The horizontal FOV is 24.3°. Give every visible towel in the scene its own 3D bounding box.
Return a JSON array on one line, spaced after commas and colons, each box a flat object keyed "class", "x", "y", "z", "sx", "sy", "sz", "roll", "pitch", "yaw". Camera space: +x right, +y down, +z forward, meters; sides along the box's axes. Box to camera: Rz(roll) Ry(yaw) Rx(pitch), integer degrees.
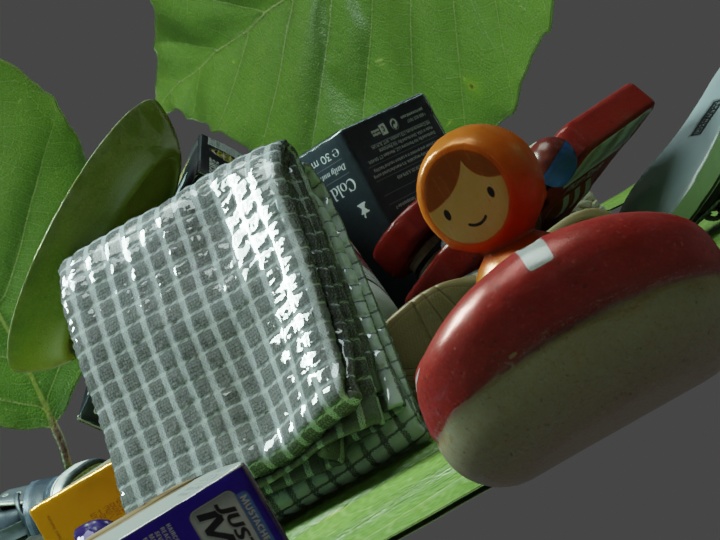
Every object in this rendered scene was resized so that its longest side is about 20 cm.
[{"class": "towel", "x": -0.075, "y": 0.043, "z": 0.949, "sx": 0.165, "sy": 0.200, "sz": 0.086, "roll": -28, "pitch": -31, "yaw": 12}]

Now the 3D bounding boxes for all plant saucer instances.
[{"class": "plant saucer", "x": -0.167, "y": -0.016, "z": 1.099, "sx": 0.200, "sy": 0.031, "sz": 0.200, "roll": -63, "pitch": -5, "yaw": -10}]

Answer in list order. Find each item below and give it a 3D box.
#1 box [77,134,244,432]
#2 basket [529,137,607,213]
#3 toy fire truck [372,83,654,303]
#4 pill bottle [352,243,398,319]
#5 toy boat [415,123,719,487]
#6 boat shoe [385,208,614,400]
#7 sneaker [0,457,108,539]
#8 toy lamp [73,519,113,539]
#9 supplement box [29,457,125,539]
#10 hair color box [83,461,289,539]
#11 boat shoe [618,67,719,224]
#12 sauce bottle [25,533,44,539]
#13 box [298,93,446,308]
[{"class": "box", "x": -0.141, "y": 0.009, "z": 1.227, "sx": 0.200, "sy": 0.046, "sz": 0.159, "roll": -63, "pitch": 10, "yaw": 11}, {"class": "basket", "x": 0.149, "y": -0.045, "z": 1.779, "sx": 0.135, "sy": 0.124, "sz": 0.200, "roll": -31, "pitch": 0, "yaw": 42}, {"class": "toy fire truck", "x": 0.113, "y": -0.043, "z": 1.153, "sx": 0.200, "sy": 0.112, "sz": 0.168, "roll": -31, "pitch": -20, "yaw": -49}, {"class": "pill bottle", "x": -0.032, "y": 0.041, "z": 1.139, "sx": 0.113, "sy": 0.113, "sz": 0.200, "roll": -30, "pitch": 24, "yaw": -2}, {"class": "toy boat", "x": 0.067, "y": 0.002, "z": 0.667, "sx": 0.130, "sy": 0.131, "sz": 0.200, "roll": -30, "pitch": 0, "yaw": 1}, {"class": "boat shoe", "x": 0.084, "y": 0.030, "z": 1.047, "sx": 0.200, "sy": 0.072, "sz": 0.065, "roll": -33, "pitch": -11, "yaw": -20}, {"class": "sneaker", "x": -0.249, "y": 0.204, "z": 1.372, "sx": 0.146, "sy": 0.077, "sz": 0.202, "roll": -18, "pitch": -7, "yaw": 13}, {"class": "toy lamp", "x": -0.083, "y": 0.109, "z": 1.010, "sx": 0.200, "sy": 0.058, "sz": 0.058, "roll": -45, "pitch": -1, "yaw": 4}, {"class": "supplement box", "x": -0.122, "y": 0.142, "z": 1.153, "sx": 0.126, "sy": 0.074, "sz": 0.200, "roll": -30, "pitch": 0, "yaw": 18}, {"class": "hair color box", "x": -0.127, "y": 0.154, "z": 0.652, "sx": 0.200, "sy": 0.065, "sz": 0.109, "roll": -28, "pitch": -1, "yaw": -25}, {"class": "boat shoe", "x": 0.253, "y": -0.071, "z": 1.192, "sx": 0.200, "sy": 0.068, "sz": 0.074, "roll": -56, "pitch": 22, "yaw": -20}, {"class": "sauce bottle", "x": -0.181, "y": 0.180, "z": 1.263, "sx": 0.066, "sy": 0.066, "sz": 0.200, "roll": -30, "pitch": -1, "yaw": 37}, {"class": "box", "x": 0.000, "y": 0.000, "z": 1.315, "sx": 0.200, "sy": 0.197, "sz": 0.124, "roll": -30, "pitch": 1, "yaw": 41}]
